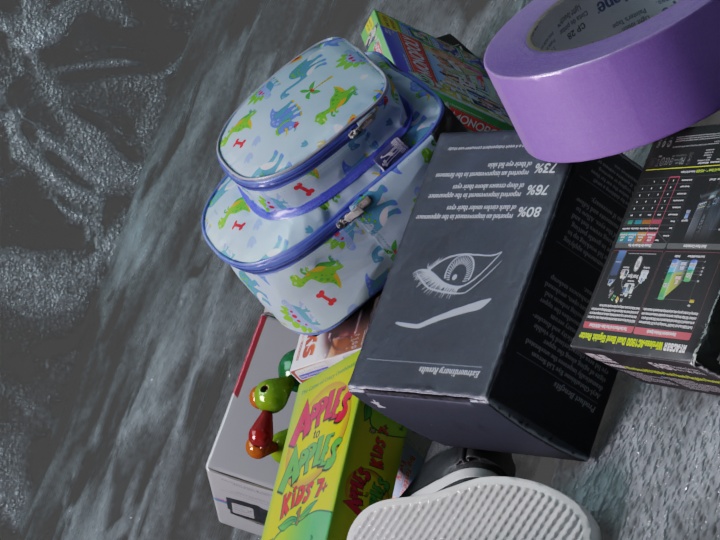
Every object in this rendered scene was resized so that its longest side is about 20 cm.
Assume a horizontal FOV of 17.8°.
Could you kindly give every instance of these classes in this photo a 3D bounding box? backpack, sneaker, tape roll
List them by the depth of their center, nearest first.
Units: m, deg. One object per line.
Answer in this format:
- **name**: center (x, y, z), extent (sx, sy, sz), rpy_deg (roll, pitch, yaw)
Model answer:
- **tape roll**: center (0.181, -0.149, 1.465), extent (0.199, 0.066, 0.200), rpy_deg (-26, 21, 10)
- **sneaker**: center (0.087, 0.175, 1.489), extent (0.199, 0.082, 0.074), rpy_deg (-4, 74, 44)
- **sneaker**: center (0.050, 0.175, 1.655), extent (0.200, 0.073, 0.112), rpy_deg (-34, 31, 51)
- **backpack**: center (-0.025, -0.068, 1.729), extent (0.200, 0.147, 0.183), rpy_deg (-44, 31, 0)

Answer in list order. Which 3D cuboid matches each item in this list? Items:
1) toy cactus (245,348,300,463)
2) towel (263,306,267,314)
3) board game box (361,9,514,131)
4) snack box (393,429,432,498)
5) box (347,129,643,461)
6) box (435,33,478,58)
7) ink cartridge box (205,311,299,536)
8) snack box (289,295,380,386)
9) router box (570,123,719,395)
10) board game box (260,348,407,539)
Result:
- **toy cactus**: center (-0.019, 0.087, 1.833), extent (0.102, 0.199, 0.166), rpy_deg (-10, 73, 41)
- **towel**: center (-0.052, -0.002, 2.390), extent (0.200, 0.032, 0.192), rpy_deg (-48, 24, 54)
- **board game box**: center (0.074, -0.158, 1.955), extent (0.029, 0.134, 0.200), rpy_deg (-62, 15, 17)
- **snack box**: center (0.026, 0.151, 1.746), extent (0.024, 0.072, 0.200), rpy_deg (-22, -30, -54)
- **box**: center (0.101, 0.015, 1.538), extent (0.148, 0.104, 0.201), rpy_deg (3, 68, 52)
- **box**: center (0.012, -0.120, 2.144), extent (0.160, 0.044, 0.200), rpy_deg (-25, -27, -53)
- **ink cartridge box**: center (-0.068, 0.141, 1.986), extent (0.200, 0.082, 0.146), rpy_deg (90, -162, -72)
- **snack box**: center (0.000, 0.000, 1.782), extent (0.072, 0.024, 0.201), rpy_deg (-20, 39, 34)
- **router box**: center (0.208, -0.006, 1.351), extent (0.151, 0.062, 0.200), rpy_deg (-67, 14, -5)
- **board game box**: center (-0.021, 0.162, 1.656), extent (0.101, 0.047, 0.201), rpy_deg (-32, 37, 50)
